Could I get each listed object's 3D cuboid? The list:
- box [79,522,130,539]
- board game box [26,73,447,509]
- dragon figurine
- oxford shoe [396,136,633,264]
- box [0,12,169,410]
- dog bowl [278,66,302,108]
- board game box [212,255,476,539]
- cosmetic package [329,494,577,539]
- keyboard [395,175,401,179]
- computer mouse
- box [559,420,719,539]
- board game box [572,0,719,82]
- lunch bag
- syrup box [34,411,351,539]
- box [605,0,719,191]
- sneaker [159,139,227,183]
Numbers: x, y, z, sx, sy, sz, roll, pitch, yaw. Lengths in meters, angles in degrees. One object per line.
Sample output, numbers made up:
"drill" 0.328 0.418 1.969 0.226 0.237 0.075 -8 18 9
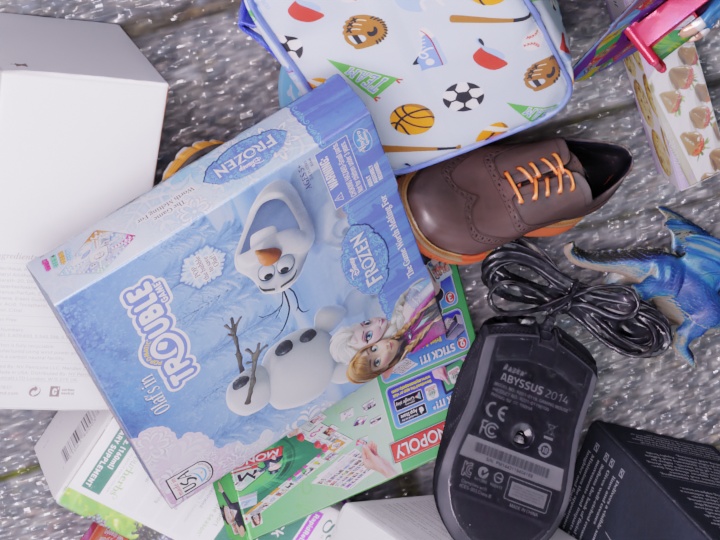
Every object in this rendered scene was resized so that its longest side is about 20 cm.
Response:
"box" -0.103 0.248 1.442 0.200 0.095 0.103 34 97 -28
"board game box" -0.062 0.017 1.243 0.199 0.043 0.200 -32 140 -8
"dragon figurine" 0.216 -0.003 1.475 0.200 0.059 0.100 35 97 -29
"oxford shoe" 0.094 -0.054 1.353 0.200 0.072 0.071 -17 81 -51
"box" -0.185 -0.035 1.278 0.097 0.124 0.201 3 111 -21
"dog bowl" 0.035 -0.146 1.351 0.111 0.050 0.200 31 97 -27
"board game box" -0.012 0.071 1.385 0.200 0.029 0.135 -20 101 -31
"cosmetic package" 0.050 0.211 1.441 0.200 0.081 0.113 6 112 -59
"keyboard" -0.043 -0.031 1.396 0.199 0.011 0.056 -18 116 -13
"computer mouse" 0.105 0.092 1.407 0.138 0.053 0.200 26 75 -12
"box" 0.213 0.215 1.484 0.107 0.200 0.149 13 107 -24
"board game box" 0.208 -0.156 1.290 0.158 0.200 0.039 -31 80 -34
"lunch bag" 0.022 -0.146 1.236 0.160 0.076 0.200 -18 137 16
"syrup box" -0.100 0.139 1.406 0.200 0.081 0.079 31 98 -26
"box" 0.189 -0.147 1.416 0.039 0.041 0.200 -26 119 -9
"sneaker" -0.050 -0.031 1.295 0.200 0.077 0.078 -12 119 -54
